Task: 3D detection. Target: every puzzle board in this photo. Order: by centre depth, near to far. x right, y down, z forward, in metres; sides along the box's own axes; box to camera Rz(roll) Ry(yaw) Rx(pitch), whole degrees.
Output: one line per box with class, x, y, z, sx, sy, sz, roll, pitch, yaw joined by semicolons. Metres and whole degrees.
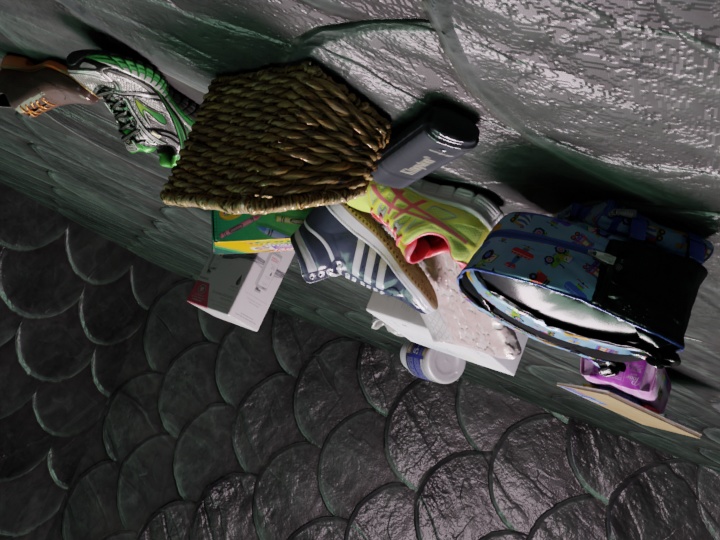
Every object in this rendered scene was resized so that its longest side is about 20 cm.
puzzle board;0.455;0.233;1.300;0.199;0.017;0.151;25;171;-15

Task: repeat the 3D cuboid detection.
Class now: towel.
towel;0.109;0.016;0.983;0.201;0.032;0.191;63;157;-13

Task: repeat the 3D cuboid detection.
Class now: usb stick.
usb stick;0.053;-0.112;0.725;0.055;0.033;0.200;22;170;-13

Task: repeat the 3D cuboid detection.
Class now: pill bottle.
pill bottle;0.188;0.236;2.063;0.119;0.120;0.200;26;169;-20

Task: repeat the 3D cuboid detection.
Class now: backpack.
backpack;0.200;0.006;0.728;0.199;0.135;0.183;21;171;4

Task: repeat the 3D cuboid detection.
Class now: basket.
basket;-0.080;-0.099;0.753;0.142;0.150;0.199;30;167;-38

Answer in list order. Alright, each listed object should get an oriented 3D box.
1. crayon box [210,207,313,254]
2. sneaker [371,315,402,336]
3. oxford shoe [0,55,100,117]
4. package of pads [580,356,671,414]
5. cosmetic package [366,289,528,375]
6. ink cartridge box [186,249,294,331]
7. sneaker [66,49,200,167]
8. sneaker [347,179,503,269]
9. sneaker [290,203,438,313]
crayon box;-0.102;-0.062;1.038;0.198;0.059;0.119;-3;174;-11
sneaker;0.111;0.112;1.683;0.199;0.081;0.076;12;164;41
oxford shoe;-0.413;-0.231;1.006;0.199;0.073;0.071;15;168;35
package of pads;0.451;0.180;1.291;0.120;0.076;0.200;13;167;31
cosmetic package;0.149;0.064;1.206;0.199;0.124;0.199;15;168;31
ink cartridge box;-0.220;-0.003;1.446;0.146;0.201;0.083;12;163;45
sneaker;-0.254;-0.183;0.876;0.078;0.086;0.200;15;167;36
sneaker;0.055;-0.056;0.855;0.199;0.091;0.078;17;171;36
sneaker;0.000;0.000;0.959;0.200;0.108;0.070;46;-163;-6
